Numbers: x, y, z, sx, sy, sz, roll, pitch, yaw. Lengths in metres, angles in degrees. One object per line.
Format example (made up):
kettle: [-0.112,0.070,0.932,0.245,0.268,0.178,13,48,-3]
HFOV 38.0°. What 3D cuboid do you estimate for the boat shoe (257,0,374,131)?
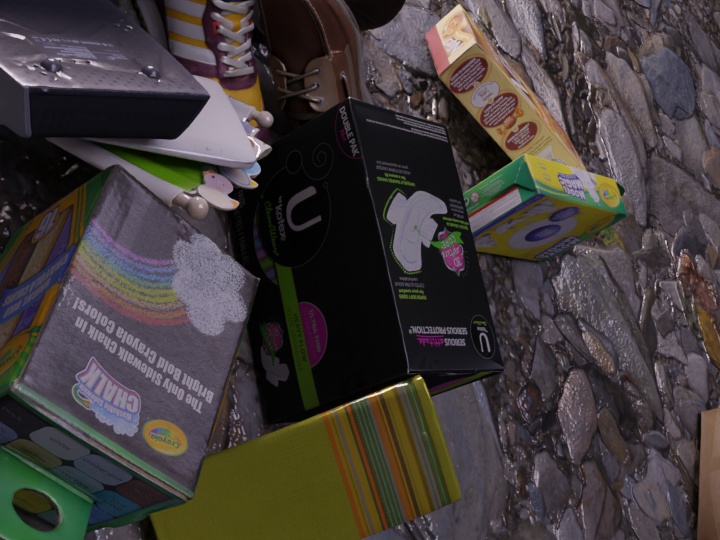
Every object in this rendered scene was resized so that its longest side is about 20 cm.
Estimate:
boat shoe: [-0.036,-0.157,0.851,0.073,0.074,0.201,-69,150,-31]

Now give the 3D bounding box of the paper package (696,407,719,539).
paper package: [0.493,0.285,1.255,0.191,0.102,0.202,45,42,-26]

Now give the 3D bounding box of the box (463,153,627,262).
box: [0.185,-0.057,1.062,0.198,0.117,0.049,3,62,-48]

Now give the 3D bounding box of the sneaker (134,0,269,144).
sneaker: [-0.113,-0.187,0.807,0.075,0.089,0.203,-30,94,-51]

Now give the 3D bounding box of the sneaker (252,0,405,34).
sneaker: [-0.044,-0.259,0.955,0.085,0.073,0.199,50,35,14]

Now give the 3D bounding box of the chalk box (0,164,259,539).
chalk box: [-0.161,0.068,0.598,0.124,0.123,0.203,40,46,-29]

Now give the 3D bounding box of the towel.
towel: [-0.036,0.141,0.677,0.196,0.018,0.088,-19,94,-9]

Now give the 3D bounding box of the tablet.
tablet: [-0.171,-0.115,0.673,0.196,0.014,0.131,9,30,-28]

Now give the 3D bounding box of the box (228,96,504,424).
box: [0.000,0.000,0.795,0.123,0.147,0.204,6,66,-48]

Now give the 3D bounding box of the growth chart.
growth chart: [-0.128,-0.095,0.706,0.142,0.018,0.201,23,26,0]

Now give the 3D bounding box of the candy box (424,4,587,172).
candy box: [0.154,-0.176,1.109,0.200,0.055,0.116,44,19,-26]

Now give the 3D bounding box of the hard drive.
hard drive: [-0.194,-0.139,0.634,0.133,0.043,0.200,-6,38,-45]
